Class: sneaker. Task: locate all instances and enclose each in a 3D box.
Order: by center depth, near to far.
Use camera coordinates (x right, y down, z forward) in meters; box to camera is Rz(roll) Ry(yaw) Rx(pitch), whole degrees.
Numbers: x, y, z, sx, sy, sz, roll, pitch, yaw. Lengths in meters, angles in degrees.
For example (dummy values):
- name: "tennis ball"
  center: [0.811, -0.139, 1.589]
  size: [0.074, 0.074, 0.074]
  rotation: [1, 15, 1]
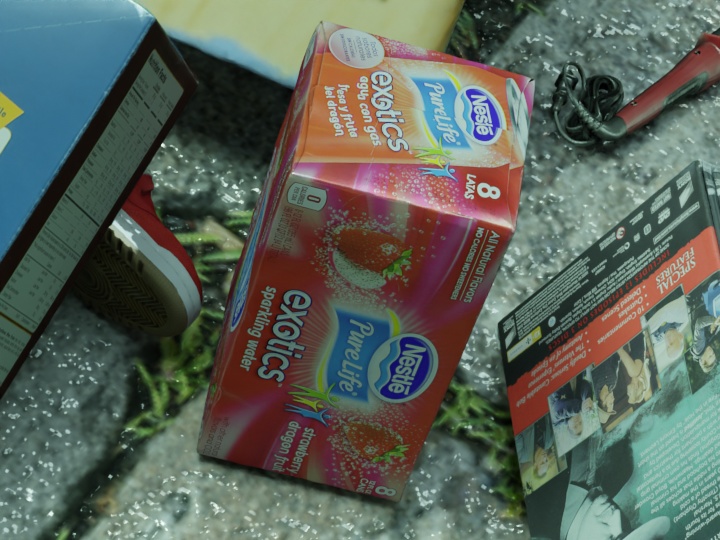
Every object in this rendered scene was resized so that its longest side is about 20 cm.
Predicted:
- name: "sneaker"
  center: [-0.122, -0.061, 1.406]
  size: [0.200, 0.071, 0.112]
  rotation: [40, 55, 18]

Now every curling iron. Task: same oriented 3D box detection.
- name: "curling iron"
  center: [0.173, -0.115, 1.571]
  size: [0.200, 0.026, 0.050]
  rotation: [-29, 69, -34]

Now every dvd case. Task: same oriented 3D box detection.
- name: "dvd case"
  center: [0.124, 0.070, 1.328]
  size: [0.022, 0.146, 0.201]
  rotation: [21, 44, -32]

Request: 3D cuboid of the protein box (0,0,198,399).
- name: "protein box"
  center: [-0.209, -0.061, 1.280]
  size: [0.198, 0.135, 0.200]
  rotation: [32, 85, 8]

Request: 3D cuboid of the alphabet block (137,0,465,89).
- name: "alphabet block"
  center: [-0.019, -0.212, 1.432]
  size: [0.196, 0.201, 0.195]
  rotation: [22, 20, -1]

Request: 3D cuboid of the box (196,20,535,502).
- name: "box"
  center: [0.000, 0.000, 1.311]
  size: [0.099, 0.200, 0.096]
  rotation: [14, 48, -6]
